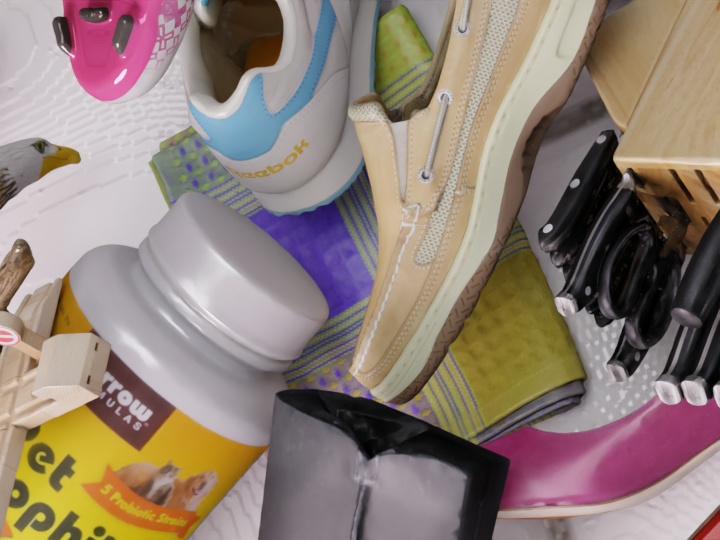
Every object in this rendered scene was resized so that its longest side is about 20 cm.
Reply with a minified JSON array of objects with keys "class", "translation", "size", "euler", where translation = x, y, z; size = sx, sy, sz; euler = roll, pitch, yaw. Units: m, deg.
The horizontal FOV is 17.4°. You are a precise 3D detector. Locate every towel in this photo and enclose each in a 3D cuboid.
[{"class":"towel","translation":[0.000,0.000,1.006],"size":[0.143,0.023,0.201],"euler":[-27,70,13]}]

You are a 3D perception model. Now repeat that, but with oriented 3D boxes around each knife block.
[{"class":"knife block","translation":[0.159,-0.046,0.900],"size":[0.199,0.064,0.176],"euler":[-32,42,10]}]

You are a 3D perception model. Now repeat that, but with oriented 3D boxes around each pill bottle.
[{"class":"pill bottle","translation":[-0.104,0.067,0.966],"size":[0.109,0.109,0.200],"euler":[46,104,23]}]

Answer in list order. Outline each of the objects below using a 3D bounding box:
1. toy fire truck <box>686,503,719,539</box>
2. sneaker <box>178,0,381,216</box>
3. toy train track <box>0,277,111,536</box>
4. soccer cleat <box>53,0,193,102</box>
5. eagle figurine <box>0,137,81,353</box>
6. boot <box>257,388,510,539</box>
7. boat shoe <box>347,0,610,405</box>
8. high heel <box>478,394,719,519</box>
[{"class":"toy fire truck","translation":[0.183,0.148,0.797],"size":[0.176,0.200,0.129],"euler":[44,94,8]},{"class":"sneaker","translation":[-0.038,-0.126,1.004],"size":[0.076,0.081,0.201],"euler":[-20,53,21]},{"class":"toy train track","translation":[-0.172,0.062,0.928],"size":[0.200,0.032,0.115],"euler":[-26,43,42]},{"class":"soccer cleat","translation":[-0.069,-0.163,0.942],"size":[0.070,0.086,0.201],"euler":[-1,82,47]},{"class":"eagle figurine","translation":[-0.195,-0.049,1.019],"size":[0.152,0.151,0.201],"euler":[-39,68,27]},{"class":"boot","translation":[-0.040,0.142,0.924],"size":[0.164,0.066,0.201],"euler":[14,110,11]},{"class":"boat shoe","translation":[0.028,-0.048,0.939],"size":[0.076,0.072,0.201],"euler":[22,94,-10]},{"class":"high heel","translation":[0.114,0.044,0.926],"size":[0.199,0.067,0.097],"euler":[-9,84,12]}]
